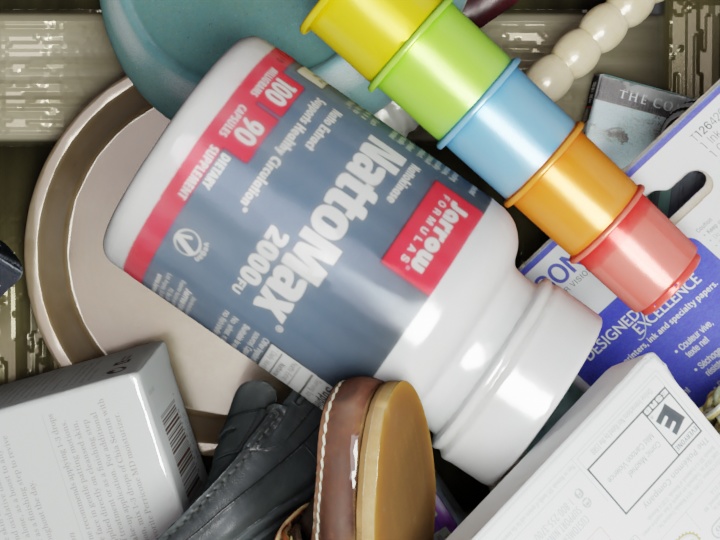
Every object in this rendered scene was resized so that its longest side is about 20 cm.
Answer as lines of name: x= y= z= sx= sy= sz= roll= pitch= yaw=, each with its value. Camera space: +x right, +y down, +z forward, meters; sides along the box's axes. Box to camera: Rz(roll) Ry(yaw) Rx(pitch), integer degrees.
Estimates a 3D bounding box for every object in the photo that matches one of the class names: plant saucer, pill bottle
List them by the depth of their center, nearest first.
pill bottle: x=0.000 y=0.000 z=0.889 sx=0.200 sy=0.120 sz=0.120 roll=34 pitch=92 yaw=0
plant saucer: x=-0.041 y=-0.158 z=0.962 sx=0.199 sy=0.027 sz=0.201 roll=-4 pitch=78 yaw=20
plant saucer: x=-0.066 y=-0.009 z=1.009 sx=0.199 sy=0.029 sz=0.201 roll=0 pitch=92 yaw=-1

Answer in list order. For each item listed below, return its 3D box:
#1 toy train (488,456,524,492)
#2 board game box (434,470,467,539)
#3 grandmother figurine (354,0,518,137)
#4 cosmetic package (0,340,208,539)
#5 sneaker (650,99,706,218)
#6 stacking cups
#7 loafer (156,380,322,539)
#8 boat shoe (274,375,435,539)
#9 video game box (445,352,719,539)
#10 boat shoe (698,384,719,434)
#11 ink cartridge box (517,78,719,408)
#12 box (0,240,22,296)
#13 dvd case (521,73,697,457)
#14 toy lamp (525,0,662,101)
toy train: x=0.116 y=0.154 z=0.946 sx=0.199 sy=0.116 sz=0.085 roll=20 pitch=121 yaw=8
board game box: x=-0.024 y=0.188 z=0.981 sx=0.200 sy=0.105 sz=0.103 roll=-34 pitch=93 yaw=2
grandmother figurine: x=0.033 y=-0.154 z=0.974 sx=0.121 sy=0.060 sz=0.201 roll=16 pitch=82 yaw=43
cosmetic package: x=-0.177 y=0.112 z=0.978 sx=0.199 sy=0.071 sz=0.102 roll=-15 pitch=99 yaw=8
sneaker: x=0.233 y=-0.016 z=0.979 sx=0.199 sy=0.074 sz=0.088 roll=16 pitch=112 yaw=5
stacking cups: x=0.064 y=-0.059 z=0.889 sx=0.200 sy=0.061 sz=0.061 roll=44 pitch=92 yaw=0
loafer: x=-0.038 y=0.086 z=0.941 sx=0.070 sy=0.068 sz=0.200 roll=41 pitch=60 yaw=15
boat shoe: x=-0.005 y=0.132 z=0.862 sx=0.070 sy=0.070 sz=0.201 roll=9 pitch=120 yaw=22
video game box: x=0.107 y=0.166 z=0.828 sx=0.200 sy=0.047 sz=0.182 roll=-42 pitch=94 yaw=-24
boat shoe: x=0.198 y=0.047 z=0.894 sx=0.200 sy=0.073 sz=0.063 roll=-39 pitch=98 yaw=20
ink cartridge box: x=0.196 y=0.014 z=0.939 sx=0.200 sy=0.047 sz=0.198 roll=43 pitch=120 yaw=-4
box: x=-0.299 y=-0.014 z=0.930 sx=0.200 sy=0.117 sz=0.197 roll=-43 pitch=65 yaw=2
dvd case: x=0.161 y=0.017 z=1.014 sx=0.145 sy=0.022 sz=0.201 roll=15 pitch=91 yaw=-1
toy lamp: x=0.127 y=-0.124 z=0.981 sx=0.200 sy=0.058 sz=0.058 roll=-43 pitch=92 yaw=-6
